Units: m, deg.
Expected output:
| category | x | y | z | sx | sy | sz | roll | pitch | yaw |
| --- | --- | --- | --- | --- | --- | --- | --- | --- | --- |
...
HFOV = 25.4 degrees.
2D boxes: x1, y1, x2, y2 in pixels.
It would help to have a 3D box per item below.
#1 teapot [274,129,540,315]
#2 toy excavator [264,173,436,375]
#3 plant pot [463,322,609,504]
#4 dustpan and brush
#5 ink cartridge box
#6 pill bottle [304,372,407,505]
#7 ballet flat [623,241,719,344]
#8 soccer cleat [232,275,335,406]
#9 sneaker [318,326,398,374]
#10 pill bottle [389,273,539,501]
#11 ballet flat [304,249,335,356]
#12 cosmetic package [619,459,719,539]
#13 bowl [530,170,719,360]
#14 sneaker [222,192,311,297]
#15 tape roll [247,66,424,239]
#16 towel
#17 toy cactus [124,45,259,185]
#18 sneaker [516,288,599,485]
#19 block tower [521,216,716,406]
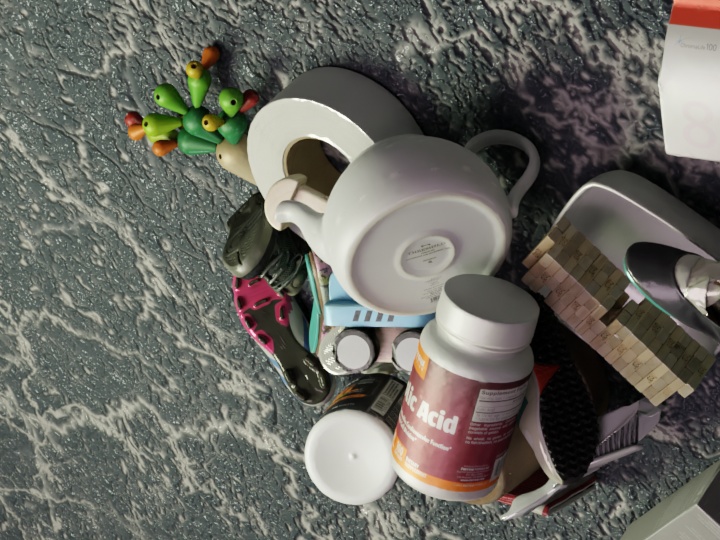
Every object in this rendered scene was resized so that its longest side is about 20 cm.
| category | x | y | z | sx | sy | sz | roll | pitch | yaw |
| --- | --- | --- | --- | --- | --- | --- | --- | --- | --- |
| teapot | 0.051 | -0.064 | 1.571 | 0.199 | 0.146 | 0.198 | 16 | 127 | -30 |
| toy excavator | 0.000 | 0.000 | 1.676 | 0.193 | 0.100 | 0.201 | 1 | 100 | 16 |
| plant pot | 0.145 | 0.157 | 1.737 | 0.199 | 0.175 | 0.201 | 24 | 137 | 24 |
| dustpan and brush | 0.228 | 0.201 | 1.670 | 0.199 | 0.139 | 0.057 | -25 | 73 | 15 |
| ink cartridge box | 0.336 | -0.183 | 1.377 | 0.162 | 0.057 | 0.201 | 12 | 136 | 33 |
| pill bottle | 0.011 | 0.175 | 1.747 | 0.106 | 0.200 | 0.107 | 2 | 102 | 12 |
| ballet flat | 0.330 | 0.031 | 1.440 | 0.200 | 0.073 | 0.073 | 39 | 141 | -5 |
| soccer cleat | -0.094 | 0.077 | 1.950 | 0.070 | 0.086 | 0.201 | -29 | 85 | 7 |
| sneaker | 0.059 | 0.055 | 1.787 | 0.199 | 0.115 | 0.074 | -29 | 73 | 20 |
| pill bottle | 0.103 | 0.113 | 1.557 | 0.114 | 0.114 | 0.201 | 24 | 118 | 21 |
| ballet flat | -0.026 | 0.034 | 1.831 | 0.071 | 0.069 | 0.200 | -6 | 146 | -4 |
| cosmetic package | 0.366 | 0.302 | 1.751 | 0.107 | 0.090 | 0.200 | 42 | 143 | 1 |
| bowl | 0.280 | 0.001 | 1.564 | 0.200 | 0.075 | 0.200 | 35 | 140 | 9 |
| sneaker | -0.097 | -0.017 | 1.802 | 0.114 | 0.199 | 0.076 | 42 | 97 | -12 |
| tape roll | -0.021 | -0.115 | 1.717 | 0.202 | 0.071 | 0.203 | 23 | 136 | 24 |
| towel | 0.154 | 0.227 | 1.823 | 0.199 | 0.144 | 0.023 | 15 | 105 | 29 |
| toy cactus | -0.166 | -0.161 | 1.800 | 0.165 | 0.103 | 0.200 | 39 | 142 | -25 |
| sneaker | 0.175 | 0.122 | 1.626 | 0.093 | 0.070 | 0.201 | -32 | 75 | 62 |
| block tower | 0.243 | 0.043 | 1.534 | 0.200 | 0.054 | 0.058 | 43 | 142 | 3 |
